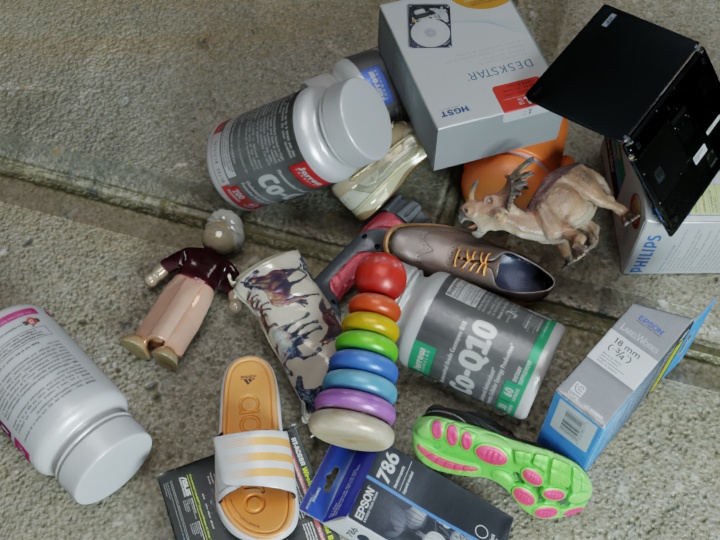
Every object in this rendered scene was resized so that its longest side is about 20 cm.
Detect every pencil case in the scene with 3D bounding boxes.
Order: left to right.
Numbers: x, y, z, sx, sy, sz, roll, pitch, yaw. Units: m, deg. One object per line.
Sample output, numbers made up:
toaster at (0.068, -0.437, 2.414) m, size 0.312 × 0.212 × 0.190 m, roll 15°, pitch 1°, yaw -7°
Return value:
pencil case at (-0.060, 0.075, 1.021) m, size 0.089 × 0.078 × 0.200 m, roll -29°, pitch 88°, yaw -22°

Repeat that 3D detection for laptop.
laptop at (0.307, -0.169, 1.064) m, size 0.177 × 0.200 × 0.103 m, roll -48°, pitch 28°, yaw -24°

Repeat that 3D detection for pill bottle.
pill bottle at (-0.315, 0.137, 0.995) m, size 0.200 × 0.113 × 0.113 m, roll 41°, pitch 66°, yaw 21°
pill bottle at (-0.072, -0.146, 1.119) m, size 0.200 × 0.114 × 0.114 m, roll -15°, pitch 52°, yaw 34°
pill bottle at (0.032, -0.228, 1.224) m, size 0.200 × 0.114 × 0.114 m, roll -24°, pitch 62°, yaw -15°
pill bottle at (0.109, 0.070, 1.046) m, size 0.200 × 0.113 × 0.113 m, roll 24°, pitch 61°, yaw 13°

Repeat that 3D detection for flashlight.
flashlight at (0.000, 0.000, 1.117) m, size 0.200 × 0.068 × 0.068 m, roll -48°, pitch 114°, yaw -22°

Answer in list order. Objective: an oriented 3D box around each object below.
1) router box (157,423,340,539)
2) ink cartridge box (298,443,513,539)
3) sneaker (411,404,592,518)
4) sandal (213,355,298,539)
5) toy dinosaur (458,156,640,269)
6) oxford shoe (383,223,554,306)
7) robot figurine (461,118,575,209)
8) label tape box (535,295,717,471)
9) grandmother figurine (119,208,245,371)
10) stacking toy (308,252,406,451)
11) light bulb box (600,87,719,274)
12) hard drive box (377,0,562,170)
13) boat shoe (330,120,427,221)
router box at (-0.099, 0.271, 0.949) m, size 0.150 × 0.062 × 0.200 m, roll -18°, pitch 61°, yaw -12°
ink cartridge box at (0.048, 0.239, 0.947) m, size 0.200 × 0.039 × 0.099 m, roll 29°, pitch 47°, yaw -1°
sneaker at (0.150, 0.188, 0.994) m, size 0.200 × 0.077 × 0.084 m, roll 27°, pitch 22°, yaw -4°
sandal at (-0.110, 0.162, 0.943) m, size 0.079 × 0.059 × 0.207 m, roll -8°, pitch 54°, yaw -6°
toy dinosaur at (0.222, -0.080, 1.078) m, size 0.200 × 0.086 × 0.136 m, roll -31°, pitch 83°, yaw -30°
oxford shoe at (0.125, -0.013, 1.090) m, size 0.200 × 0.073 × 0.071 m, roll 14°, pitch 82°, yaw -9°
robot figurine at (0.186, -0.138, 1.172) m, size 0.117 × 0.144 × 0.200 m, roll -5°, pitch 53°, yaw 33°
label tape box at (0.274, 0.108, 1.010) m, size 0.063 × 0.144 × 0.200 m, roll 38°, pitch 65°, yaw 22°
grandmother figurine at (-0.188, 0.015, 1.106) m, size 0.121 × 0.061 × 0.200 m, roll 23°, pitch 64°, yaw 2°
stacking toy at (0.010, 0.074, 0.964) m, size 0.085 × 0.085 × 0.200 m, roll 11°, pitch 68°, yaw 5°
light bulb box at (0.409, -0.107, 1.153) m, size 0.200 × 0.125 × 0.198 m, roll 0°, pitch 60°, yaw -1°
hard drive box at (0.124, -0.230, 1.116) m, size 0.156 × 0.077 × 0.200 m, roll -16°, pitch 60°, yaw -10°
boat shoe at (0.047, -0.150, 1.162) m, size 0.065 × 0.072 × 0.200 m, roll 44°, pitch 78°, yaw -6°
